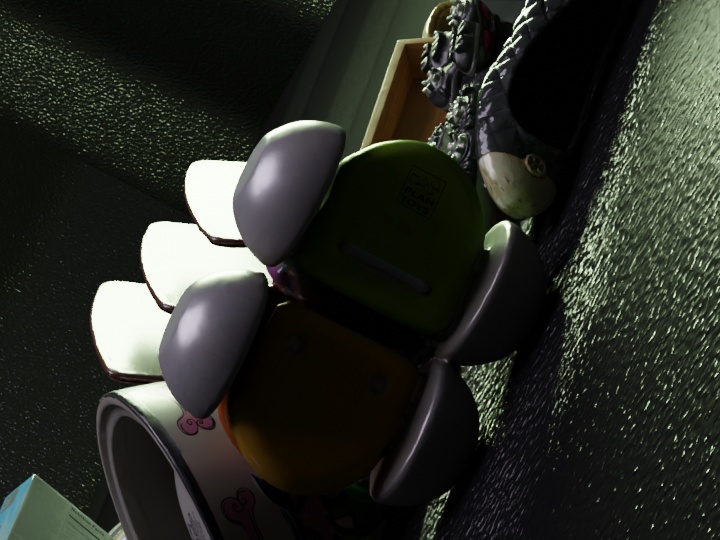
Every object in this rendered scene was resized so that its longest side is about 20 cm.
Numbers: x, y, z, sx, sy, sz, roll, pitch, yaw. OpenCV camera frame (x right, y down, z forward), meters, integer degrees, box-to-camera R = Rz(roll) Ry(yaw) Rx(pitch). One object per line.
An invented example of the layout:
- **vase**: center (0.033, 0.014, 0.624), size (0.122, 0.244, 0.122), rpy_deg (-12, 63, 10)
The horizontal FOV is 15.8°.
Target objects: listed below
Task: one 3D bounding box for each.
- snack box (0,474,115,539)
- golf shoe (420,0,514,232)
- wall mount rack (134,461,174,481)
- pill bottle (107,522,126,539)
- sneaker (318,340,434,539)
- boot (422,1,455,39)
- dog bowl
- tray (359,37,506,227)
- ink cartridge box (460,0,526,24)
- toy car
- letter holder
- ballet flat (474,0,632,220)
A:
- **snack box**: center (-0.163, 0.236, 1.697), size (0.037, 0.200, 0.116), rpy_deg (-40, 18, 29)
- **golf shoe**: center (0.082, -0.078, 1.562), size (0.077, 0.088, 0.201), rpy_deg (-49, 25, 46)
- **wall mount rack**: center (-0.083, 0.157, 1.679), size (0.173, 0.075, 0.200), rpy_deg (-22, -25, -43)
- **pill bottle**: center (-0.141, 0.232, 1.908), size (0.117, 0.116, 0.200), rpy_deg (-64, 6, -10)
- **sneaker**: center (0.004, 0.078, 1.551), size (0.200, 0.078, 0.085), rpy_deg (-72, 8, -54)
- **boot**: center (0.047, -0.089, 1.867), size (0.156, 0.072, 0.201), rpy_deg (-59, 18, 33)
- **dog bowl**: center (-0.079, 0.150, 1.513), size (0.073, 0.201, 0.200), rpy_deg (-24, -7, -19)
- **tray**: center (0.056, -0.087, 1.692), size (0.200, 0.098, 0.037), rpy_deg (-72, -25, -51)
- **ink cartridge box**: center (0.134, -0.236, 1.710), size (0.146, 0.087, 0.200), rpy_deg (-60, 10, 19)
- **toy car**: center (-0.009, 0.024, 1.415), size (0.201, 0.174, 0.150), rpy_deg (-64, 10, -5)
- **letter holder**: center (-0.097, -0.001, 1.641), size (0.200, 0.141, 0.101), rpy_deg (-112, 28, -72)
- **ballet flat**: center (0.113, -0.115, 1.517), size (0.057, 0.066, 0.201), rpy_deg (-28, 34, 48)
